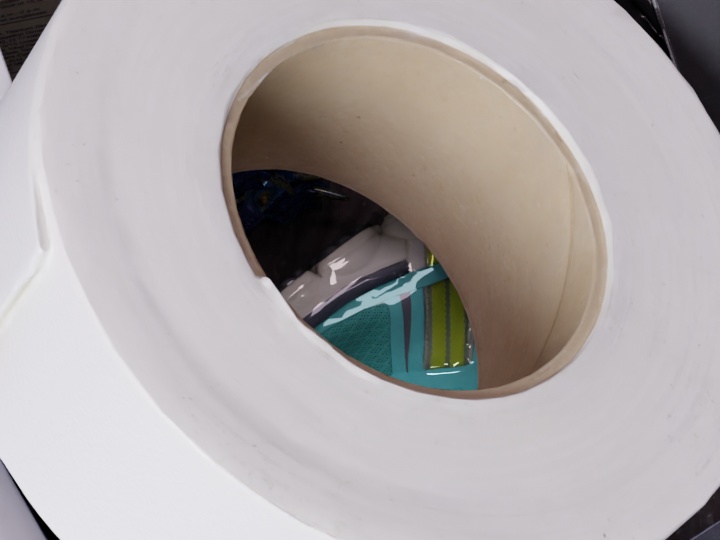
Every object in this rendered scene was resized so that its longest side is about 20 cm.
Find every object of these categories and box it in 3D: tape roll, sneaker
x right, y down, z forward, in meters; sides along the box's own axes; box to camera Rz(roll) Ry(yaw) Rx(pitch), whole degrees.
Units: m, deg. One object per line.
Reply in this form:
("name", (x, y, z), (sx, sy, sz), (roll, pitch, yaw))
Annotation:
("tape roll", (0.000, 0.000, 0.737), (0.202, 0.071, 0.203), (14, 56, -21))
("sneaker", (0.023, 0.020, 0.851), (0.200, 0.078, 0.080), (-35, 84, 3))

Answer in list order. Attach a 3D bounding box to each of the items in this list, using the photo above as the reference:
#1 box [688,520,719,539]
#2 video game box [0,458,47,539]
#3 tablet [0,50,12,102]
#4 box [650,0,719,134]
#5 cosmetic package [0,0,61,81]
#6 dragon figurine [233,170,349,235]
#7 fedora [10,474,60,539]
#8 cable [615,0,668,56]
("box", (0.075, 0.169, 0.769), (0.200, 0.132, 0.115), (-31, 52, -8))
("video game box", (-0.160, 0.097, 0.773), (0.182, 0.047, 0.200), (-52, 53, 24))
("tablet", (-0.169, -0.041, 0.824), (0.200, 0.130, 0.014), (5, 34, 35))
("box", (0.179, -0.083, 0.777), (0.199, 0.158, 0.050), (-11, 25, 23))
("cosmetic package", (-0.122, -0.118, 0.843), (0.105, 0.200, 0.071), (-9, 70, -3))
("dragon figurine", (0.007, -0.096, 0.908), (0.200, 0.059, 0.099), (-38, 75, -10))
("fedora", (-0.078, 0.116, 0.798), (0.090, 0.177, 0.201), (13, 81, -35))
("cable", (0.151, -0.090, 0.908), (0.163, 0.051, 0.201), (-3, 71, 0))
